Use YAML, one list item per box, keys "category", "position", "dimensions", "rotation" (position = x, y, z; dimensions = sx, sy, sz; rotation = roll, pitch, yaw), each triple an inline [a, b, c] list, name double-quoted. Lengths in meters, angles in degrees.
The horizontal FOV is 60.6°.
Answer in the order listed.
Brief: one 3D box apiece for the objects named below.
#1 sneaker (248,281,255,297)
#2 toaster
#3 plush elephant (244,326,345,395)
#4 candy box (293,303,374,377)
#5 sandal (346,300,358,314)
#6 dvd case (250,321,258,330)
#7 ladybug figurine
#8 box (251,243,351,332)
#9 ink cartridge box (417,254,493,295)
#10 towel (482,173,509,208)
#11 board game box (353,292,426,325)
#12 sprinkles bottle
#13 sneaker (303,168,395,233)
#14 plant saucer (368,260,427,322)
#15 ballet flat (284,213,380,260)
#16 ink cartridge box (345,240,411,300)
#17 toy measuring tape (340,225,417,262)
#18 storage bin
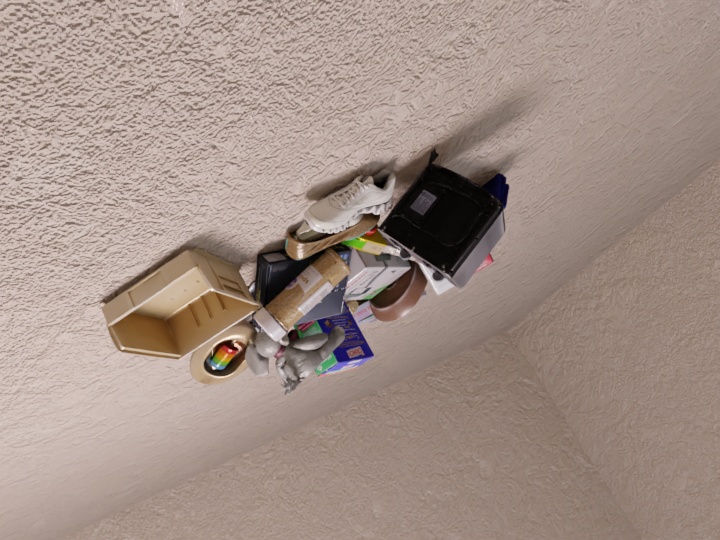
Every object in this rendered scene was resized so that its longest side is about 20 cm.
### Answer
- category: "sneaker"
  position: [-0.156, 0.037, 1.315]
  dimensions: [0.200, 0.070, 0.108]
  rotation: [-29, 164, 7]
- category: "toaster"
  position: [0.161, -0.090, 1.164]
  dimensions: [0.200, 0.181, 0.119]
  rotation: [-53, 155, -5]
- category: "plush elephant"
  position: [-0.162, 0.168, 1.349]
  dimensions: [0.165, 0.155, 0.200]
  rotation: [-45, 178, 29]
- category: "candy box"
  position: [-0.076, 0.151, 1.523]
  dimensions: [0.077, 0.200, 0.169]
  rotation: [-38, 160, 24]
- category: "sandal"
  position: [-0.057, 0.135, 1.716]
  dimensions: [0.212, 0.070, 0.078]
  rotation: [-36, 161, 17]
- category: "dvd case"
  position: [-0.274, 0.165, 1.541]
  dimensions: [0.200, 0.025, 0.150]
  rotation: [-24, 160, -19]
- category: "ladybug figurine"
  position: [-0.313, 0.181, 1.405]
  dimensions: [0.136, 0.072, 0.200]
  rotation: [31, 112, -35]
- category: "box"
  position: [-0.119, 0.031, 1.257]
  dimensions: [0.200, 0.051, 0.158]
  rotation: [-10, 124, -35]
- category: "ink cartridge box"
  position: [0.176, -0.072, 1.334]
  dimensions: [0.146, 0.200, 0.083]
  rotation: [-30, -154, 3]
- category: "towel"
  position: [0.269, -0.126, 1.448]
  dimensions: [0.200, 0.050, 0.148]
  rotation: [-43, -162, 36]
- category: "board game box"
  position: [0.065, 0.103, 1.799]
  dimensions: [0.199, 0.041, 0.200]
  rotation: [-31, 168, 31]
- category: "sprinkles bottle"
  position: [-0.111, 0.046, 1.187]
  dimensions: [0.200, 0.068, 0.068]
  rotation: [-43, 163, -9]
- category: "sneaker"
  position: [-0.016, -0.129, 1.104]
  dimensions: [0.200, 0.075, 0.081]
  rotation: [-27, 155, -34]
- category: "plant saucer"
  position: [0.084, 0.029, 1.517]
  dimensions: [0.034, 0.201, 0.200]
  rotation: [31, 124, -32]
- category: "ballet flat"
  position: [-0.054, -0.087, 1.177]
  dimensions: [0.200, 0.068, 0.072]
  rotation: [-23, 142, -9]
- category: "ink cartridge box"
  position: [0.000, 0.000, 1.427]
  dimensions: [0.146, 0.084, 0.200]
  rotation: [-39, 160, 28]
- category: "toy measuring tape"
  position: [0.038, -0.070, 1.266]
  dimensions: [0.199, 0.074, 0.074]
  rotation: [14, 143, -20]
- category: "storage bin"
  position: [-0.317, 0.064, 1.104]
  dimensions: [0.200, 0.094, 0.199]
  rotation: [-32, 162, 8]
